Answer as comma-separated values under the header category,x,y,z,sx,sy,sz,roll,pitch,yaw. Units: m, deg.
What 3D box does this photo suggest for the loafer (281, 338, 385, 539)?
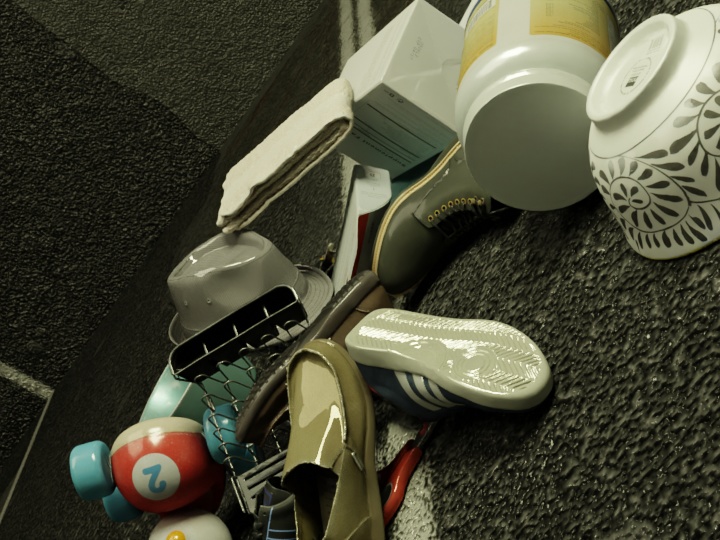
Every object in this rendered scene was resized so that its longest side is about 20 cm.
category,x,y,z,sx,sy,sz,roll,pitch,yaw
loafer,-0.028,0.151,0.915,0.076,0.067,0.202,-30,64,37

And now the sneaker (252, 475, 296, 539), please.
category,x,y,z,sx,sy,sz,roll,pitch,yaw
sneaker,-0.074,0.244,1.008,0.201,0.078,0.070,-58,17,-1

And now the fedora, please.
category,x,y,z,sx,sy,sz,roll,pitch,yaw
fedora,-0.137,0.014,1.217,0.199,0.091,0.177,-1,33,40

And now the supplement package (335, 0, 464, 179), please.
category,x,y,z,sx,sy,sz,roll,pitch,yaw
supplement package,0.050,-0.206,1.294,0.200,0.119,0.122,-22,41,63

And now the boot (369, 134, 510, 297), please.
category,x,y,z,sx,sy,sz,roll,pitch,yaw
boot,0.091,-0.052,1.081,0.201,0.077,0.138,-58,21,4

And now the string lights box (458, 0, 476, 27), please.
category,x,y,z,sx,sy,sz,roll,pitch,yaw
string lights box,0.175,-0.290,1.278,0.103,0.059,0.200,-62,17,-11

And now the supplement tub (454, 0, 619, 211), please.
category,x,y,z,sx,sy,sz,roll,pitch,yaw
supplement tub,0.155,-0.159,0.949,0.144,0.144,0.201,-45,20,36

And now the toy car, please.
category,x,y,z,sx,sy,sz,roll,pitch,yaw
toy car,-0.192,0.275,1.181,0.177,0.183,0.201,70,-176,-61

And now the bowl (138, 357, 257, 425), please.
category,x,y,z,sx,sy,sz,roll,pitch,yaw
bowl,-0.210,0.175,1.478,0.201,0.105,0.201,-51,17,22

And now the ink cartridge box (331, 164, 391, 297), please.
category,x,y,z,sx,sy,sz,roll,pitch,yaw
ink cartridge box,0.000,0.000,1.186,0.200,0.057,0.164,-100,19,-60

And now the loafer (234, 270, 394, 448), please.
category,x,y,z,sx,sy,sz,roll,pitch,yaw
loafer,-0.036,0.092,1.012,0.200,0.071,0.073,-48,6,-5

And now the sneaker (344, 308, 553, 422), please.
category,x,y,z,sx,sy,sz,roll,pitch,yaw
sneaker,0.077,0.089,0.877,0.075,0.085,0.199,-40,33,-28

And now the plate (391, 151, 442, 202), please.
category,x,y,z,sx,sy,sz,roll,pitch,yaw
plate,0.093,-0.136,1.301,0.201,0.025,0.201,-51,17,22

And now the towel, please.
category,x,y,z,sx,sy,sz,roll,pitch,yaw
towel,-0.085,-0.132,1.233,0.200,0.034,0.133,-39,24,18

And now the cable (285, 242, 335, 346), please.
category,x,y,z,sx,sy,sz,roll,pitch,yaw
cable,-0.048,0.059,1.371,0.097,0.050,0.202,13,84,55

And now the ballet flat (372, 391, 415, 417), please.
category,x,y,z,sx,sy,sz,roll,pitch,yaw
ballet flat,0.021,0.096,1.053,0.068,0.046,0.200,-58,16,-3

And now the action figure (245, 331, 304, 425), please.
category,x,y,z,sx,sy,sz,roll,pitch,yaw
action figure,-0.088,0.103,1.245,0.101,0.119,0.201,-15,28,22

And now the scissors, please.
category,x,y,z,sx,sy,sz,roll,pitch,yaw
scissors,0.051,0.150,0.935,0.200,0.014,0.073,-52,16,15

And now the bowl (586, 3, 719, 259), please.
category,x,y,z,sx,sy,sz,roll,pitch,yaw
bowl,0.222,-0.117,0.771,0.201,0.094,0.201,-50,19,24

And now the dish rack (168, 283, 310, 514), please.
category,x,y,z,sx,sy,sz,roll,pitch,yaw
dish rack,-0.090,0.132,1.084,0.153,0.055,0.201,-31,60,8
